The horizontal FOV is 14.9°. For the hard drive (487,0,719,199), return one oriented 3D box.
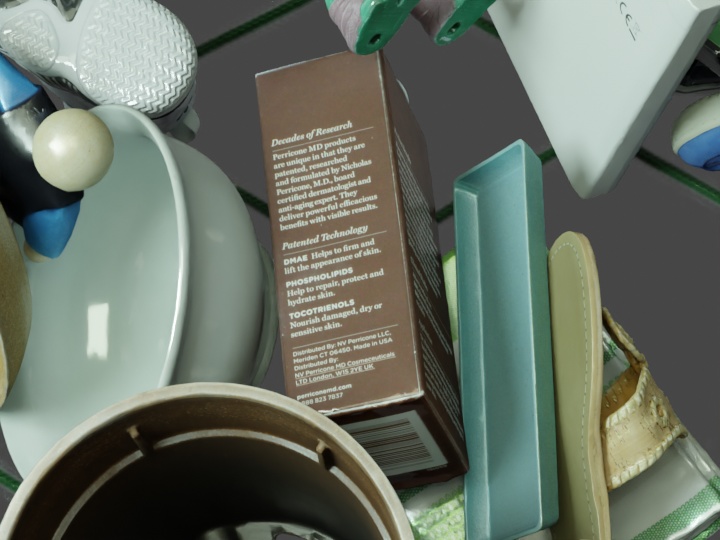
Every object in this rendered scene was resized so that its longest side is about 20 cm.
[{"bbox_3d":[0.119,-0.137,1.376,0.027,0.200,0.132,-17,70,-19],"label":"hard drive"}]

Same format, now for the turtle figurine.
[{"bbox_3d":[-0.022,-0.198,1.406,0.149,0.101,0.200,-24,66,-32],"label":"turtle figurine"}]

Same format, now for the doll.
[{"bbox_3d":[-0.184,-0.070,1.385,0.048,0.200,0.137,-29,113,-25],"label":"doll"}]

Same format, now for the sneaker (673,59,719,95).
[{"bbox_3d":[0.225,-0.149,1.428,0.199,0.079,0.079,-15,73,5],"label":"sneaker"}]

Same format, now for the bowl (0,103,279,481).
[{"bbox_3d":[-0.103,0.022,1.391,0.090,0.201,0.202,8,70,-33],"label":"bowl"}]

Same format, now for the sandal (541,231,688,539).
[{"bbox_3d":[0.127,0.090,1.358,0.069,0.078,0.213,5,79,-20],"label":"sandal"}]

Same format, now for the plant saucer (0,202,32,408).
[{"bbox_3d":[-0.219,-0.024,1.399,0.035,0.200,0.201,-29,71,-23],"label":"plant saucer"}]

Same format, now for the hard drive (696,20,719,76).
[{"bbox_3d":[0.255,-0.163,1.364,0.140,0.038,0.200,39,83,21],"label":"hard drive"}]

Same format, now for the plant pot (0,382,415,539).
[{"bbox_3d":[-0.059,0.174,1.306,0.199,0.198,0.201,-2,74,6],"label":"plant pot"}]

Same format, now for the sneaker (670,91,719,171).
[{"bbox_3d":[0.257,-0.040,1.390,0.199,0.077,0.112,-5,79,13],"label":"sneaker"}]

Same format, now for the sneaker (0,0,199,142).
[{"bbox_3d":[-0.167,-0.129,1.453,0.199,0.115,0.075,31,80,13],"label":"sneaker"}]

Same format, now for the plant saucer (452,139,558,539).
[{"bbox_3d":[0.073,0.039,1.378,0.019,0.070,0.201,8,70,-29],"label":"plant saucer"}]

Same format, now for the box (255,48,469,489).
[{"bbox_3d":[0.000,0.000,1.381,0.075,0.100,0.201,-11,60,11],"label":"box"}]

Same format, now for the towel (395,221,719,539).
[{"bbox_3d":[0.078,0.083,1.404,0.149,0.031,0.200,-35,72,-4],"label":"towel"}]
